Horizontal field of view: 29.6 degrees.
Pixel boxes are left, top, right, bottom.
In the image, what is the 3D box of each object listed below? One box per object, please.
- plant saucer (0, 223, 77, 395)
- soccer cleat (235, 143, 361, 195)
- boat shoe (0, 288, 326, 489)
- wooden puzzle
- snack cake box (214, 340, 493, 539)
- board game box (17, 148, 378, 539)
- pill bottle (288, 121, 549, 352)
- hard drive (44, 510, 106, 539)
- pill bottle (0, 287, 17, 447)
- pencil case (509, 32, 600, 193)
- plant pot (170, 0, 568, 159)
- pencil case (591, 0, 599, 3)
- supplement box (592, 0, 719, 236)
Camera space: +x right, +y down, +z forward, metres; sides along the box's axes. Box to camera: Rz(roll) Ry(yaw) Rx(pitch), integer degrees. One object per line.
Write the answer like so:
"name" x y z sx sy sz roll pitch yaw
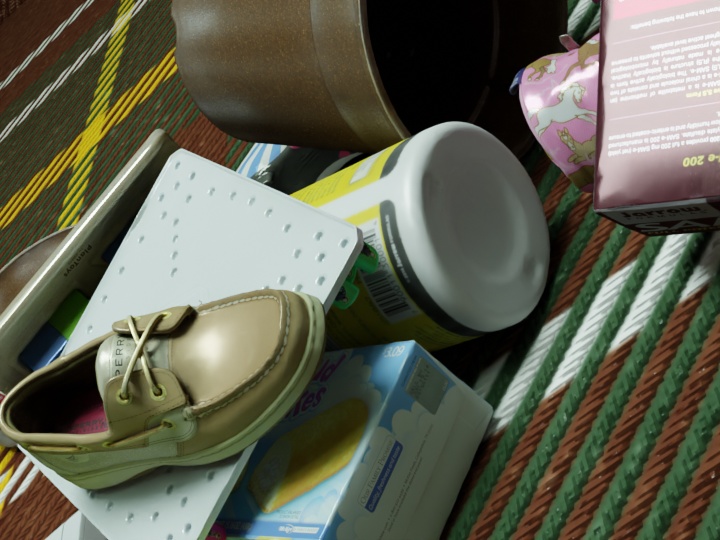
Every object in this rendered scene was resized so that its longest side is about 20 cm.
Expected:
"plant saucer" -0.212 0.035 1.076 0.198 0.032 0.201 -8 44 8
"soccer cleat" -0.032 -0.109 1.035 0.200 0.070 0.087 -41 29 16
"boat shoe" -0.103 0.057 0.669 0.199 0.066 0.075 -29 48 33
"wooden puzzle" -0.131 0.035 0.878 0.046 0.200 0.186 32 79 37
"snack cake box" -0.034 0.109 0.731 0.199 0.067 0.116 -12 45 51
"board game box" -0.094 0.046 0.740 0.199 0.026 0.201 25 86 51
"pill bottle" 0.000 0.000 0.781 0.199 0.114 0.115 -21 36 43
"hard drive" -0.247 0.259 0.902 0.200 0.027 0.132 -42 26 14
"pill bottle" -0.339 0.050 1.140 0.112 0.200 0.113 -37 26 22
"pencil case" 0.178 -0.122 0.715 0.199 0.087 0.083 -32 -6 30
"plant pot" -0.004 -0.161 0.869 0.197 0.201 0.201 4 54 43
"pencil case" 0.209 -0.255 0.855 0.088 0.088 0.201 -5 47 55
"supplement box" 0.170 -0.122 0.628 0.108 0.061 0.202 -4 76 40
